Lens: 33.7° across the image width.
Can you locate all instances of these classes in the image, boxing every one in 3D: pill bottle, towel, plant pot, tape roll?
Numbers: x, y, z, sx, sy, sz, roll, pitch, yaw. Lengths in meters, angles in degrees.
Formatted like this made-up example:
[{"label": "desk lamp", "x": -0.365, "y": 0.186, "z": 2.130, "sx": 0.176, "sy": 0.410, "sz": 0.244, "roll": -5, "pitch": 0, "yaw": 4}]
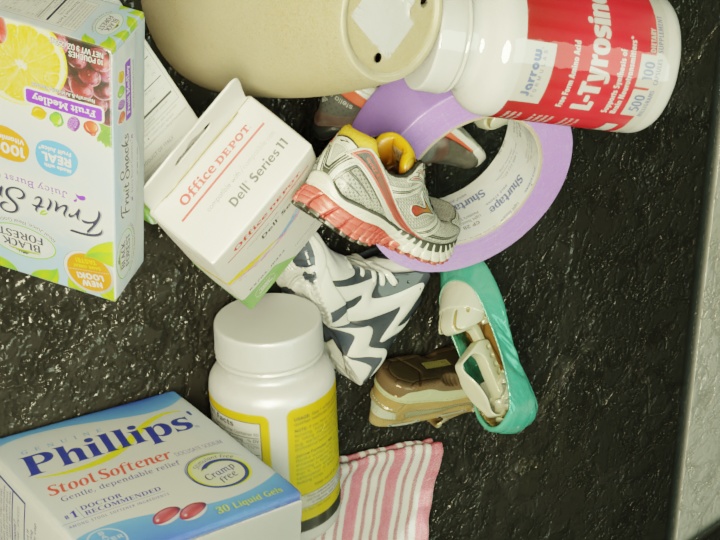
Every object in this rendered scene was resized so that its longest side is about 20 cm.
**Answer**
[{"label": "pill bottle", "x": -0.076, "y": 0.132, "z": 1.056, "sx": 0.113, "sy": 0.114, "sz": 0.203, "roll": -20, "pitch": 121, "yaw": -35}, {"label": "towel", "x": 0.005, "y": 0.259, "z": 1.240, "sx": 0.198, "sy": 0.030, "sz": 0.149, "roll": -5, "pitch": 106, "yaw": -42}, {"label": "pill bottle", "x": 0.136, "y": -0.171, "z": 0.916, "sx": 0.197, "sy": 0.112, "sz": 0.114, "roll": 3, "pitch": 107, "yaw": -19}, {"label": "plant pot", "x": -0.037, "y": -0.205, "z": 0.884, "sx": 0.185, "sy": 0.199, "sz": 0.190, "roll": -17, "pitch": 118, "yaw": -33}, {"label": "tape roll", "x": 0.085, "y": -0.096, "z": 1.048, "sx": 0.197, "sy": 0.066, "sz": 0.202, "roll": -16, "pitch": 136, "yaw": -16}]

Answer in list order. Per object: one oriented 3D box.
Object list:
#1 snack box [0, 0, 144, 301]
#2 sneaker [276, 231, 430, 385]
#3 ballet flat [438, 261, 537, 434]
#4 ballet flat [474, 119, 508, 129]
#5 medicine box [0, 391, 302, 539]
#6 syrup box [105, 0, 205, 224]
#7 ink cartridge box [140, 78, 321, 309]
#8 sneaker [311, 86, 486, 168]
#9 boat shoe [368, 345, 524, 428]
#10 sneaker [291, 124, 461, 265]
[{"label": "snack box", "x": -0.214, "y": -0.087, "z": 0.777, "sx": 0.053, "sy": 0.140, "sz": 0.202, "roll": -63, "pitch": 167, "yaw": -48}, {"label": "sneaker", "x": 0.000, "y": 0.000, "z": 1.096, "sx": 0.130, "sy": 0.079, "sz": 0.200, "roll": -46, "pitch": 133, "yaw": -20}, {"label": "ballet flat", "x": 0.116, "y": 0.069, "z": 1.183, "sx": 0.070, "sy": 0.067, "sz": 0.203, "roll": -19, "pitch": 86, "yaw": -47}, {"label": "ballet flat", "x": 0.115, "y": -0.174, "z": 1.137, "sx": 0.198, "sy": 0.066, "sz": 0.068, "roll": 23, "pitch": 84, "yaw": -39}, {"label": "medicine box", "x": -0.174, "y": 0.198, "z": 0.931, "sx": 0.180, "sy": 0.199, "sz": 0.105, "roll": -12, "pitch": 118, "yaw": -39}, {"label": "syrup box", "x": -0.192, "y": -0.137, "z": 0.858, "sx": 0.082, "sy": 0.078, "sz": 0.201, "roll": -47, "pitch": 133, "yaw": -16}, {"label": "ink cartridge box", "x": -0.088, "y": -0.052, "z": 0.909, "sx": 0.118, "sy": 0.067, "sz": 0.200, "roll": -51, "pitch": 167, "yaw": -7}, {"label": "sneaker", "x": 0.030, "y": -0.124, "z": 1.090, "sx": 0.198, "sy": 0.077, "sz": 0.082, "roll": 20, "pitch": 112, "yaw": -40}, {"label": "boat shoe", "x": 0.087, "y": 0.128, "z": 1.249, "sx": 0.197, "sy": 0.072, "sz": 0.077, "roll": 0, "pitch": 122, "yaw": -35}, {"label": "sneaker", "x": 0.031, "y": -0.059, "z": 0.931, "sx": 0.199, "sy": 0.077, "sz": 0.083, "roll": 13, "pitch": 107, "yaw": -60}]
